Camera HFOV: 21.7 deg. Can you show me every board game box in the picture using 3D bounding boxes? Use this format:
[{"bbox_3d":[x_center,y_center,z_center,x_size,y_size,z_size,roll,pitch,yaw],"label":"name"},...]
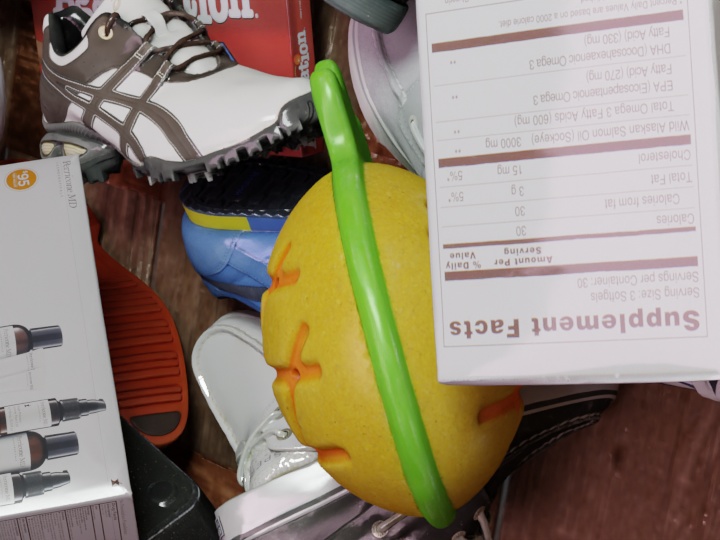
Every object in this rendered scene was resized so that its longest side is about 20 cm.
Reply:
[{"bbox_3d":[-0.101,-0.117,0.980,0.199,0.019,0.104,7,108,42],"label":"board game box"}]

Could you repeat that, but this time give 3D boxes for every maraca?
[{"bbox_3d":[0.010,0.008,0.770,0.106,0.137,0.202,-14,61,2],"label":"maraca"}]

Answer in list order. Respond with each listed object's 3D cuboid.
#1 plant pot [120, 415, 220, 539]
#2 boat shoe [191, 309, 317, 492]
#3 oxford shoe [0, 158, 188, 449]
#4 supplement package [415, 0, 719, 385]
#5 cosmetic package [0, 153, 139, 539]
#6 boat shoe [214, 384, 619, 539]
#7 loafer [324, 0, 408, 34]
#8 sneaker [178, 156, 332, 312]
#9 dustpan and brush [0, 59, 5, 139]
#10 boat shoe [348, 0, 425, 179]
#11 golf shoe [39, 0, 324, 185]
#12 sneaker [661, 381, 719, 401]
[{"bbox_3d":[-0.161,0.162,0.921,0.199,0.199,0.179,37,145,30],"label":"plant pot"},{"bbox_3d":[-0.028,0.095,0.926,0.200,0.069,0.071,45,122,27],"label":"boat shoe"},{"bbox_3d":[-0.156,0.031,1.031,0.073,0.071,0.201,-57,51,32],"label":"oxford shoe"},{"bbox_3d":[0.097,-0.062,0.687,0.116,0.117,0.203,-4,90,31],"label":"supplement package"},{"bbox_3d":[-0.156,0.038,0.871,0.051,0.082,0.201,95,164,-51],"label":"cosmetic package"},{"bbox_3d":[0.032,0.100,0.848,0.198,0.071,0.064,-27,74,12],"label":"boat shoe"},{"bbox_3d":[-0.014,-0.175,0.867,0.063,0.071,0.200,-56,35,17],"label":"loafer"},{"bbox_3d":[0.000,0.000,0.909,0.198,0.066,0.079,11,127,32],"label":"sneaker"},{"bbox_3d":[-0.243,-0.069,1.038,0.139,0.057,0.201,35,144,35],"label":"dustpan and brush"},{"bbox_3d":[0.052,-0.055,0.823,0.069,0.071,0.202,100,152,-62],"label":"boat shoe"},{"bbox_3d":[-0.096,-0.093,0.915,0.199,0.077,0.096,2,107,42],"label":"golf shoe"},{"bbox_3d":[0.163,0.046,0.762,0.129,0.079,0.201,-22,80,39],"label":"sneaker"}]
